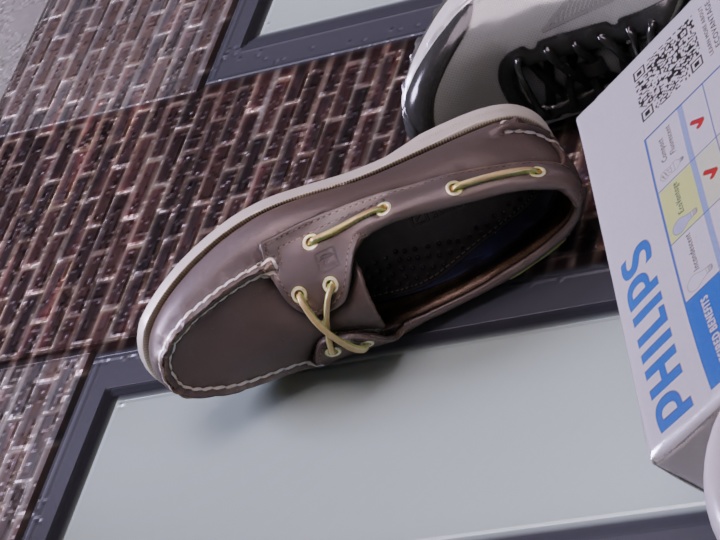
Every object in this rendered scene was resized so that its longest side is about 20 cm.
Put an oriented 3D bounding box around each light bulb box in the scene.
[{"bbox_3d":[0.192,-0.035,0.902,0.200,0.124,0.199,-47,28,27],"label":"light bulb box"}]

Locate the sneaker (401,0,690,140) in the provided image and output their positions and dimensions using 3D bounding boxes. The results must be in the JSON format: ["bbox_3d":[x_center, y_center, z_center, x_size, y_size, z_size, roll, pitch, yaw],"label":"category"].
[{"bbox_3d":[0.107,-0.106,1.158,0.199,0.074,0.080,-29,40,5],"label":"sneaker"}]

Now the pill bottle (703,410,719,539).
[{"bbox_3d":[0.179,0.106,0.737,0.110,0.200,0.111,-20,37,17],"label":"pill bottle"}]

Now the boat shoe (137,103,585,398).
[{"bbox_3d":[0.000,0.000,1.116,0.199,0.072,0.060,-27,32,-1],"label":"boat shoe"}]
